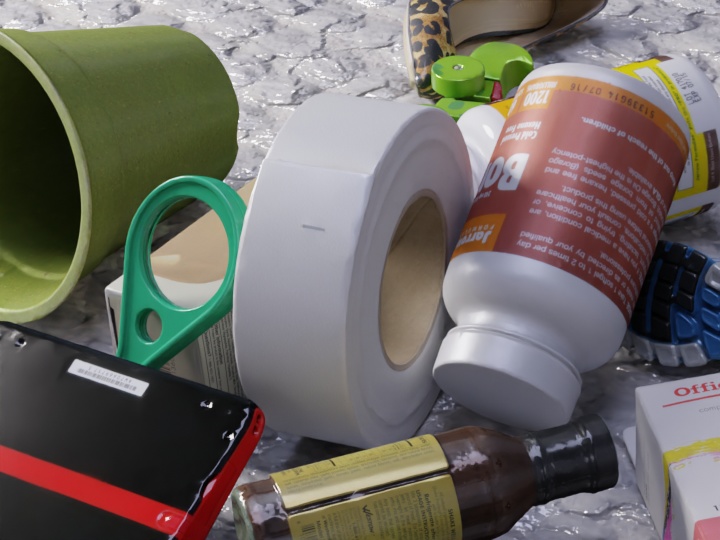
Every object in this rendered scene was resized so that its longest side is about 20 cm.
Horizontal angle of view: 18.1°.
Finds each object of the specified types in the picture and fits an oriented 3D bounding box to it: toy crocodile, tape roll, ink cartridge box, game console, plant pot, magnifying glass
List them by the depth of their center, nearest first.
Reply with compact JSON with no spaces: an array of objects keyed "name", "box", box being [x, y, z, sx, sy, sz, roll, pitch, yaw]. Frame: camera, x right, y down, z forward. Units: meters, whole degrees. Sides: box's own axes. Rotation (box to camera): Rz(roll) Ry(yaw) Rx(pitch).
[{"name":"ink cartridge box","box":[0.217,0.112,1.216,0.116,0.068,0.200,-9,33,-6]},{"name":"game console","box":[-0.170,0.123,1.236,0.199,0.031,0.177,16,60,29]},{"name":"magnifying glass","box":[-0.120,0.038,1.280,0.080,0.200,0.022,36,17,28]},{"name":"tape roll","box":[0.000,0.000,1.301,0.071,0.203,0.203,10,35,22]},{"name":"plant pot","box":[-0.184,-0.086,1.508,0.200,0.201,0.190,20,27,35]},{"name":"toy crocodile","box":[0.067,-0.094,1.564,0.062,0.068,0.200,8,35,20]}]

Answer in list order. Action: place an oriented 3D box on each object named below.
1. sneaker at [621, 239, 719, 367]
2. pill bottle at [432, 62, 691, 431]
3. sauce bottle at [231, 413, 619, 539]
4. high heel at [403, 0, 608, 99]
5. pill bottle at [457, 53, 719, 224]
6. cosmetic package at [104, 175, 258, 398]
[{"name":"sneaker","box":[0.239,0.027,1.364,0.199,0.075,0.087,10,2,34]},{"name":"pill bottle","box":[0.115,-0.013,1.331,0.112,0.112,0.201,12,66,25]},{"name":"sauce bottle","box":[0.035,0.118,1.167,0.199,0.065,0.065,-12,33,-11]},{"name":"high heel","box":[0.109,-0.180,1.685,0.142,0.072,0.200,-5,23,13]},{"name":"pill bottle","box":[0.134,-0.067,1.472,0.199,0.110,0.109,-16,34,-17]},{"name":"cosmetic package","box":[-0.061,0.013,1.383,0.071,0.106,0.200,17,37,32]}]
